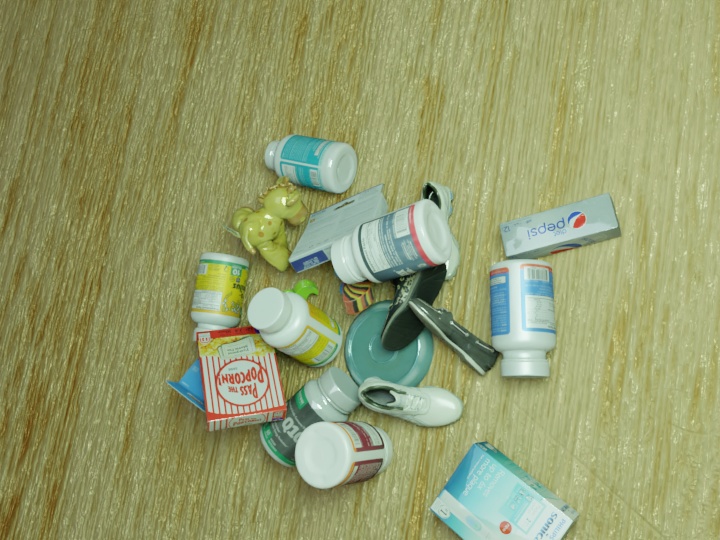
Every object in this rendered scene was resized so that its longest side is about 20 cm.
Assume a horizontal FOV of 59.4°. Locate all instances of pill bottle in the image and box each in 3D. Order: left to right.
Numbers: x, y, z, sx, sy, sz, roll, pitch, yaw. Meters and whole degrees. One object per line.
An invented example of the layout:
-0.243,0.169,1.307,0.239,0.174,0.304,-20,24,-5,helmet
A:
-0.325,0.067,1.446,0.113,0.113,0.200,3,80,28,pill bottle
-0.131,0.112,1.265,0.113,0.200,0.113,-15,59,25,pill bottle
-0.115,-0.242,1.407,0.200,0.111,0.111,17,87,29,pill bottle
-0.098,0.293,1.275,0.200,0.113,0.113,-44,63,12,pill bottle
-0.024,0.338,1.175,0.114,0.200,0.114,-7,75,26,pill bottle
0.052,-0.044,1.149,0.200,0.120,0.120,-18,71,30,pill bottle
0.287,0.088,1.120,0.112,0.112,0.200,-4,76,27,pill bottle

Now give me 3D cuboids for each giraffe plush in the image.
-0.187,-0.120,1.369,0.162,0.200,0.173,-46,64,6,giraffe plush

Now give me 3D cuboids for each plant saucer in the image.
0.050,0.157,1.278,0.200,0.027,0.200,-7,76,27,plant saucer

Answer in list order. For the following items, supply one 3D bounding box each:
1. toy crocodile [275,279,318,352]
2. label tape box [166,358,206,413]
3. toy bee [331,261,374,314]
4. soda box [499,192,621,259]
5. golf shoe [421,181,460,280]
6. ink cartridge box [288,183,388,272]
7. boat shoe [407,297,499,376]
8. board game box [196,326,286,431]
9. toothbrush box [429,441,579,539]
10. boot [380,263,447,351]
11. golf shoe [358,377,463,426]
-0.160,0.109,1.383,0.200,0.062,0.068,-63,21,4,toy crocodile
-0.285,0.244,1.333,0.143,0.200,0.066,26,93,29,label tape box
0.000,0.000,1.295,0.109,0.131,0.200,-17,58,-2,toy bee
0.360,-0.073,1.145,0.200,0.063,0.068,-16,70,23,soda box
0.144,-0.080,1.242,0.078,0.097,0.200,-12,75,23,golf shoe
-0.039,-0.091,1.331,0.199,0.041,0.200,-21,27,24,ink cartridge box
0.173,0.110,1.167,0.200,0.067,0.057,44,82,-7,boat shoe
-0.239,0.208,1.255,0.151,0.046,0.200,-6,53,-18,board game box
0.246,0.414,1.083,0.200,0.085,0.146,36,96,28,toothbrush box
0.081,0.042,1.247,0.204,0.073,0.154,-63,30,14,boot
0.090,0.249,1.175,0.200,0.097,0.078,6,84,12,golf shoe
